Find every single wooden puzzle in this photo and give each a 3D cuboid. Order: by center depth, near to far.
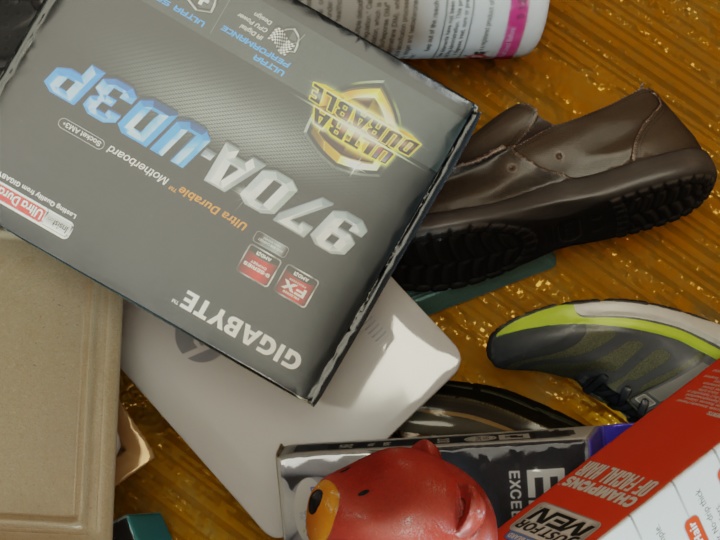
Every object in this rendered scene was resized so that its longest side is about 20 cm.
[{"bbox_3d":[-0.204,0.047,0.754,0.185,0.037,0.200,6,64,-16],"label":"wooden puzzle"}]

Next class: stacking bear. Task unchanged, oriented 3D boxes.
[{"bbox_3d":[-0.011,0.167,0.698,0.114,0.121,0.200,25,97,-16],"label":"stacking bear"}]

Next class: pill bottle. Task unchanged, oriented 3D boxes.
[{"bbox_3d":[-0.009,-0.164,0.843,0.200,0.113,0.114,-2,78,-8],"label":"pill bottle"}]

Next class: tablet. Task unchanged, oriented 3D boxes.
[{"bbox_3d":[-0.061,0.017,0.806,0.130,0.014,0.200,-44,77,5],"label":"tablet"}]

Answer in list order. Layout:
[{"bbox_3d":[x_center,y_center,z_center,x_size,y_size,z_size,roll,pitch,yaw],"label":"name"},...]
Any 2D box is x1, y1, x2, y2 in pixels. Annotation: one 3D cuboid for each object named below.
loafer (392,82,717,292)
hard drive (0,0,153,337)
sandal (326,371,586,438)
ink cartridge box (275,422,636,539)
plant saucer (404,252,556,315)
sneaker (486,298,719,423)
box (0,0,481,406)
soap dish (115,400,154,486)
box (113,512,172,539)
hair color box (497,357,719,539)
[{"bbox_3d":[0.077,-0.044,0.840,0.200,0.073,0.071,-13,65,-3],"label":"loafer"},{"bbox_3d":[-0.138,-0.068,0.871,0.200,0.042,0.135,42,82,15],"label":"hard drive"},{"bbox_3d":[0.045,0.085,0.824,0.200,0.082,0.055,13,96,4],"label":"sandal"},{"bbox_3d":[0.067,0.173,0.770,0.200,0.043,0.199,-4,97,2],"label":"ink cartridge box"},{"bbox_3d":[0.000,0.000,0.872,0.200,0.019,0.070,-21,78,-2],"label":"plant saucer"},{"bbox_3d":[0.159,0.065,0.820,0.200,0.074,0.081,13,80,1],"label":"sneaker"},{"bbox_3d":[-0.068,-0.055,0.762,0.200,0.046,0.159,31,87,-2],"label":"box"},{"bbox_3d":[-0.225,0.090,0.827,0.200,0.081,0.157,-35,79,-5],"label":"soap dish"},{"bbox_3d":[-0.102,0.226,0.803,0.082,0.049,0.200,-26,78,10],"label":"box"},{"bbox_3d":[0.165,0.113,0.738,0.200,0.064,0.111,-33,109,-22],"label":"hair color box"}]
